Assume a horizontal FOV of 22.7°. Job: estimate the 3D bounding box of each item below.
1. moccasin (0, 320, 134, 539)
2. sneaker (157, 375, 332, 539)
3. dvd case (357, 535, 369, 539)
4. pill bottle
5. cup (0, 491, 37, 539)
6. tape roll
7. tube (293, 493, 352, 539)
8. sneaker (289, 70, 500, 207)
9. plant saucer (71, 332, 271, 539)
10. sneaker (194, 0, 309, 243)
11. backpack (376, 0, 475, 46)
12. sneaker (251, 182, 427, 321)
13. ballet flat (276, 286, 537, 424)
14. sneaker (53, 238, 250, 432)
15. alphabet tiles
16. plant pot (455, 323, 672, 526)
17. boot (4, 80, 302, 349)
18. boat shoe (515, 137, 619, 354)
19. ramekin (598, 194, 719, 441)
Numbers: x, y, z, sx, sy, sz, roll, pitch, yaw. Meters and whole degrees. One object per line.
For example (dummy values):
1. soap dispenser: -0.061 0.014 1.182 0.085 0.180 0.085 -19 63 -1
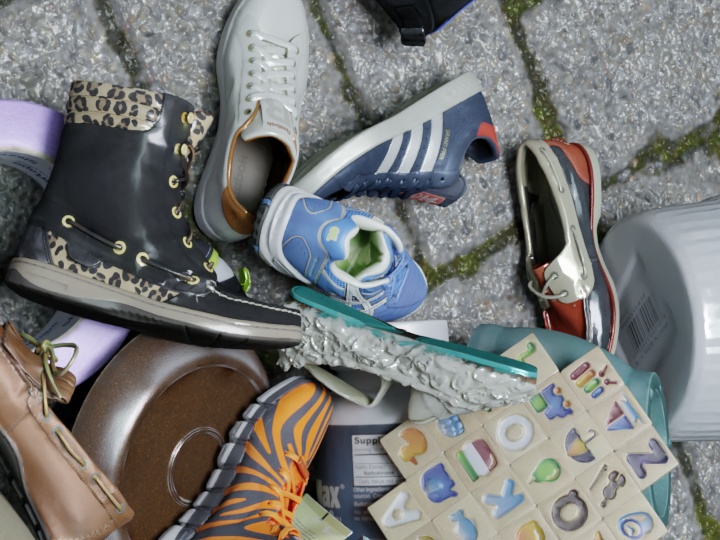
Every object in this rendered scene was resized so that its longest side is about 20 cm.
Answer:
1. moccasin: -0.207 0.081 1.136 0.077 0.074 0.203 -29 93 -14
2. sneaker: -0.053 0.168 1.225 0.201 0.111 0.078 -57 138 -22
3. dvd case: -0.020 0.294 1.279 0.200 0.022 0.146 -41 111 14
4. pill bottle: 0.025 0.139 1.325 0.119 0.119 0.202 -1 87 -30
5. cup: -0.273 0.207 1.126 0.199 0.200 0.144 3 59 -30
6. tape roll: -0.245 -0.011 1.209 0.198 0.065 0.202 2 85 -30
7. tube: -0.095 0.236 1.265 0.200 0.052 0.058 -41 70 -13
8. sneaker: 0.031 -0.076 1.366 0.199 0.075 0.085 -31 98 -28
9. plant saucer: -0.122 0.133 1.245 0.199 0.032 0.202 -19 116 -45
10. sneaker: -0.064 -0.120 1.310 0.072 0.084 0.202 13 79 -27
11. backpack: 0.040 -0.304 1.332 0.200 0.183 0.148 41 46 -18
12. sneaker: 0.000 0.000 1.312 0.200 0.077 0.076 26 82 -56
13. ballet flat: 0.028 0.068 1.245 0.072 0.198 0.072 -51 151 -43
14. sneaker: -0.139 0.069 1.262 0.083 0.071 0.201 42 68 -22
15. alphabet tiles: 0.112 0.150 1.247 0.199 0.006 0.167 -34 81 -3
16. plant pot: 0.159 0.138 1.338 0.200 0.133 0.203 -3 90 -73
17. boot: -0.123 -0.033 1.190 0.198 0.073 0.152 13 78 -8
18. boat shoe: 0.160 -0.007 1.437 0.062 0.071 0.202 2 81 -41
19. ramekin: 0.259 0.042 1.426 0.097 0.200 0.203 -4 89 -22
